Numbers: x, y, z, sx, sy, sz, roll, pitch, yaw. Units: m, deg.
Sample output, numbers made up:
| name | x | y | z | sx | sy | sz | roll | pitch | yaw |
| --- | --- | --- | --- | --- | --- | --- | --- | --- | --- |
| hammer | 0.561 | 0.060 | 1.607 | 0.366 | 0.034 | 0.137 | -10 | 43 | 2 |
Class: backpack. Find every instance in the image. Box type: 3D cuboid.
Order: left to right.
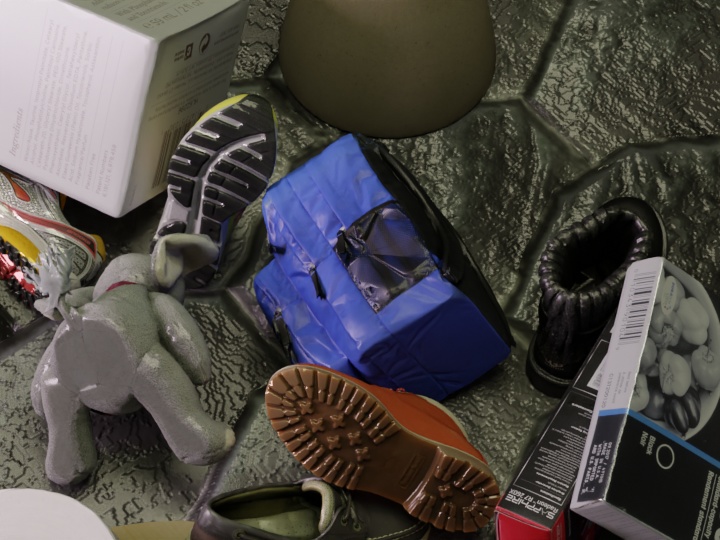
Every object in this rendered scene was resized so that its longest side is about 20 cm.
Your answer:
| name | x | y | z | sx | sy | sz | roll | pitch | yaw |
| --- | --- | --- | --- | --- | --- | --- | --- | --- | --- |
| backpack | 0.000 | 0.000 | 1.624 | 0.167 | 0.163 | 0.201 | -30 | 60 | 2 |

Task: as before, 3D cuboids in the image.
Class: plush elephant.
| name | x | y | z | sx | sy | sz | roll | pitch | yaw |
| --- | --- | --- | --- | --- | --- | --- | --- | --- | --- |
| plush elephant | -0.178 | 0.052 | 1.599 | 0.164 | 0.201 | 0.155 | -18 | 11 | 26 |

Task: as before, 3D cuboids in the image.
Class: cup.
| name | x | y | z | sx | sy | sz | roll | pitch | yaw |
| --- | --- | --- | --- | --- | --- | --- | --- | --- | --- |
| cup | 0.025 | -0.240 | 1.809 | 0.199 | 0.144 | 0.201 | 0 | 54 | 0 |

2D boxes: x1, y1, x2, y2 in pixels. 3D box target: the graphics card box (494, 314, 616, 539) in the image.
| name | x | y | z | sx | sy | sz | roll | pitch | yaw |
| --- | --- | --- | --- | --- | --- | --- | --- | --- | --- |
| graphics card box | 0.168 | 0.147 | 1.542 | 0.051 | 0.126 | 0.200 | 20 | 55 | 22 |

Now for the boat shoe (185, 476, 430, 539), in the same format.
| name | x | y | z | sx | sy | sz | roll | pitch | yaw |
| --- | --- | --- | --- | --- | --- | --- | --- | --- | --- |
| boat shoe | -0.032 | 0.188 | 1.522 | 0.200 | 0.066 | 0.072 | -5 | 48 | -24 |

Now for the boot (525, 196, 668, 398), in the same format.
| name | x | y | z | sx | sy | sz | roll | pitch | yaw |
| --- | --- | --- | --- | --- | --- | --- | --- | --- | --- |
| boot | 0.200 | -0.012 | 1.636 | 0.079 | 0.158 | 0.212 | 19 | 56 | 13 |

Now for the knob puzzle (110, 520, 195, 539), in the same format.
| name | x | y | z | sx | sy | sz | roll | pitch | yaw |
| --- | --- | --- | --- | --- | --- | --- | --- | --- | --- |
| knob puzzle | -0.142 | 0.268 | 1.508 | 0.218 | 0.031 | 0.221 | 0 | 53 | 0 |

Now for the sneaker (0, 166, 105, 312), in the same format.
| name | x | y | z | sx | sy | sz | roll | pitch | yaw |
| --- | --- | --- | --- | --- | --- | --- | --- | --- | --- |
| sneaker | -0.294 | -0.050 | 1.717 | 0.082 | 0.078 | 0.200 | -35 | 69 | -31 |

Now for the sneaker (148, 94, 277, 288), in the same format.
| name | x | y | z | sx | sy | sz | roll | pitch | yaw |
| --- | --- | --- | --- | --- | --- | --- | --- | --- | --- |
| sneaker | -0.118 | -0.080 | 1.668 | 0.078 | 0.200 | 0.091 | 27 | 42 | -8 |

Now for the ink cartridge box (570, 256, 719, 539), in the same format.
| name | x | y | z | sx | sy | sz | roll | pitch | yaw |
| --- | --- | --- | --- | --- | --- | --- | --- | --- | --- |
| ink cartridge box | 0.256 | 0.123 | 1.517 | 0.200 | 0.043 | 0.199 | 31 | 63 | -32 |

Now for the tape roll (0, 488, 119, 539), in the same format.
| name | x | y | z | sx | sy | sz | roll | pitch | yaw |
| --- | --- | --- | --- | --- | --- | --- | --- | --- | --- |
| tape roll | -0.246 | 0.259 | 1.456 | 0.201 | 0.071 | 0.203 | -10 | 54 | 15 |

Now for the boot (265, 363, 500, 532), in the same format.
| name | x | y | z | sx | sy | sz | roll | pitch | yaw |
| --- | --- | --- | --- | --- | --- | --- | --- | --- | --- |
| boot | 0.010 | 0.119 | 1.548 | 0.199 | 0.075 | 0.107 | 32 | 19 | -19 |

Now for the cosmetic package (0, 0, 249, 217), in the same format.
| name | x | y | z | sx | sy | sz | roll | pitch | yaw |
| --- | --- | --- | --- | --- | --- | --- | --- | --- | --- |
| cosmetic package | -0.230 | -0.175 | 1.711 | 0.199 | 0.167 | 0.167 | 24 | 28 | 15 |
